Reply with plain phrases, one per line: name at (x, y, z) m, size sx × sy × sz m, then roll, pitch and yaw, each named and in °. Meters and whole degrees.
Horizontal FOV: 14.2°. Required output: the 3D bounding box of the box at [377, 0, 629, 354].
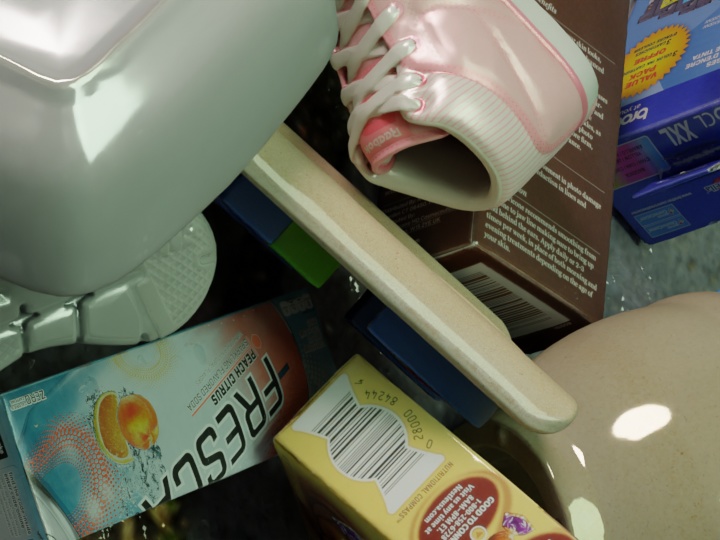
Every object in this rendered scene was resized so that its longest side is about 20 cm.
box at (0.069, -0.070, 1.406) m, size 0.100 × 0.075 × 0.201 m, roll 32°, pitch 55°, yaw -37°

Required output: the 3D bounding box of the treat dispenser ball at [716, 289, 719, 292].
treat dispenser ball at (0.235, 0.093, 1.435) m, size 0.200 × 0.200 × 0.202 m, roll 22°, pitch 60°, yaw -44°

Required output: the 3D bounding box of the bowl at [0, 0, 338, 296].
bowl at (-0.126, -0.104, 1.085) m, size 0.199 × 0.075 × 0.200 m, roll 29°, pitch 53°, yaw 17°

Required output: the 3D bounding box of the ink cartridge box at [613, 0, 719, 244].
ink cartridge box at (0.199, -0.099, 1.517) m, size 0.076 × 0.136 × 0.200 m, roll 46°, pitch 45°, yaw -25°

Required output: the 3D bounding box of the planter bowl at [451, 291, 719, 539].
planter bowl at (0.114, 0.117, 1.306) m, size 0.134 × 0.200 × 0.201 m, roll -8°, pitch 81°, yaw -32°

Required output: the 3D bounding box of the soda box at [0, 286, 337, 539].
soda box at (-0.091, 0.063, 1.163) m, size 0.200 × 0.068 × 0.064 m, roll -20°, pitch 91°, yaw -52°

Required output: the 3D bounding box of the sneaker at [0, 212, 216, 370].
sneaker at (-0.158, 0.002, 1.120) m, size 0.199 × 0.082 × 0.077 m, roll -2°, pitch 104°, yaw -30°

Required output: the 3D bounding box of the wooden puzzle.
wooden puzzle at (0.000, 0.000, 1.221) m, size 0.185 × 0.046 × 0.200 m, roll 42°, pitch 3°, yaw -7°

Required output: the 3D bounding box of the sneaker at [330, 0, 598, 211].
sneaker at (0.011, -0.109, 1.288) m, size 0.200 × 0.075 × 0.105 m, roll 43°, pitch 53°, yaw -9°

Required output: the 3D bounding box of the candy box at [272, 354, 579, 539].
candy box at (0.058, 0.133, 1.175) m, size 0.056 × 0.200 × 0.117 m, roll -46°, pitch 157°, yaw -14°
